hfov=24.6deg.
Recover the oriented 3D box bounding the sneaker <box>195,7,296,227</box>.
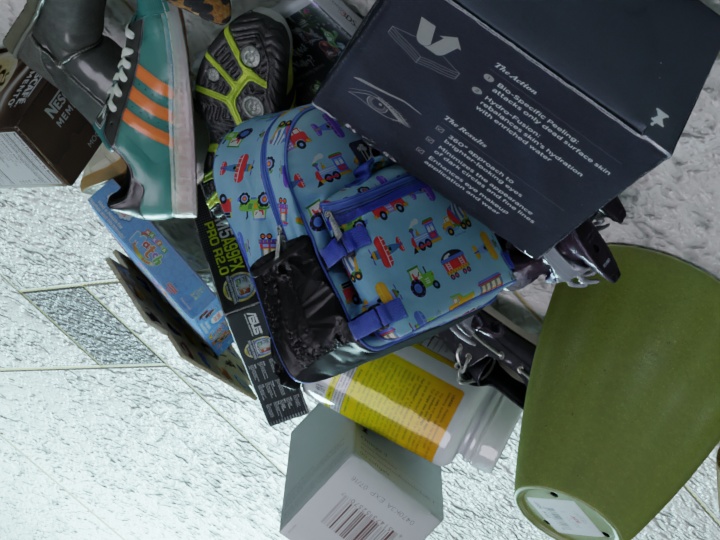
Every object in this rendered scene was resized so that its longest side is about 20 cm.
[{"bbox_3d":[-0.082,-0.127,1.302,0.075,0.076,0.201,27,135,15],"label":"sneaker"}]

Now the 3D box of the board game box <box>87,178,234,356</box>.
[{"bbox_3d":[-0.186,0.001,1.593,0.151,0.037,0.200,48,174,10],"label":"board game box"}]

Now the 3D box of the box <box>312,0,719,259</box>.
[{"bbox_3d":[0.101,-0.134,1.090,0.196,0.118,0.200,34,154,-6],"label":"box"}]

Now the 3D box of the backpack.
[{"bbox_3d":[-0.004,-0.039,1.202,0.134,0.182,0.201,-30,81,45],"label":"backpack"}]

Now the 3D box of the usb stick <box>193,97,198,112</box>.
[{"bbox_3d":[-0.125,-0.107,1.435,0.199,0.056,0.033,31,169,2],"label":"usb stick"}]

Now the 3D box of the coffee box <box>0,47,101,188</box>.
[{"bbox_3d":[-0.316,-0.141,1.511,0.199,0.113,0.080,0,141,44],"label":"coffee box"}]

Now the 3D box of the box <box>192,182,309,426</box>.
[{"bbox_3d":[-0.106,0.028,1.548,0.201,0.044,0.161,75,175,-53],"label":"box"}]

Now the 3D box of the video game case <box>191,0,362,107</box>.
[{"bbox_3d":[-0.022,-0.136,1.320,0.182,0.023,0.200,41,152,-19],"label":"video game case"}]

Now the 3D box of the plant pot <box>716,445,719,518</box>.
[{"bbox_3d":[0.376,0.220,1.369,0.186,0.186,0.201,-3,124,48],"label":"plant pot"}]

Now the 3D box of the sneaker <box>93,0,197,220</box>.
[{"bbox_3d":[-0.169,-0.133,1.281,0.079,0.071,0.202,-4,110,-5],"label":"sneaker"}]

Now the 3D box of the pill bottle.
[{"bbox_3d":[0.052,0.112,1.564,0.199,0.110,0.109,28,153,8],"label":"pill bottle"}]

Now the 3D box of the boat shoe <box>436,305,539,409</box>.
[{"bbox_3d":[0.110,0.074,1.473,0.199,0.063,0.073,28,159,29],"label":"boat shoe"}]

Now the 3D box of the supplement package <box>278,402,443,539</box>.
[{"bbox_3d":[0.003,0.202,1.645,0.117,0.200,0.117,37,109,-14],"label":"supplement package"}]

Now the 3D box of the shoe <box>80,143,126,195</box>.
[{"bbox_3d":[-0.208,-0.105,1.540,0.069,0.054,0.200,10,167,-26],"label":"shoe"}]

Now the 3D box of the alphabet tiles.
[{"bbox_3d":[-0.179,0.056,1.683,0.167,0.006,0.200,52,-171,37],"label":"alphabet tiles"}]

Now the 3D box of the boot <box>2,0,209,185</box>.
[{"bbox_3d":[-0.186,-0.158,1.347,0.200,0.073,0.182,47,147,-2],"label":"boot"}]

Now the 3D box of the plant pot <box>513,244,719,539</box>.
[{"bbox_3d":[0.204,0.117,1.317,0.186,0.201,0.188,24,153,13],"label":"plant pot"}]

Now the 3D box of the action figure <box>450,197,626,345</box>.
[{"bbox_3d":[0.119,-0.002,1.298,0.069,0.131,0.200,41,141,-17],"label":"action figure"}]

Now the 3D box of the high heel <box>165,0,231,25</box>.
[{"bbox_3d":[-0.131,-0.260,1.161,0.200,0.071,0.142,53,154,-20],"label":"high heel"}]
